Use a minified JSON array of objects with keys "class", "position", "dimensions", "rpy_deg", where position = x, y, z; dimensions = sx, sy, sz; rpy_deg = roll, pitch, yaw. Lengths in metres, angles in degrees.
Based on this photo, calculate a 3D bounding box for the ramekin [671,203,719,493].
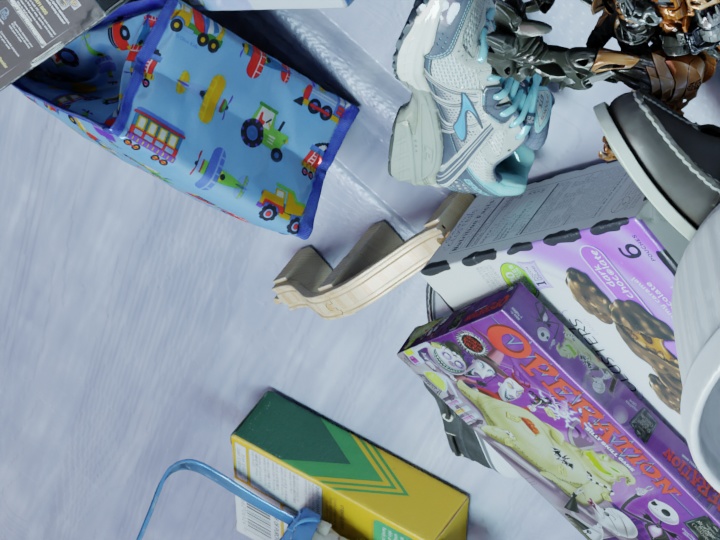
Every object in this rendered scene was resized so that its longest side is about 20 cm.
[{"class":"ramekin","position":[0.251,0.026,1.456],"dimensions":[0.200,0.105,0.200],"rpy_deg":[-7,140,-6]}]

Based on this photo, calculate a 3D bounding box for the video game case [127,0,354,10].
[{"class":"video game case","position":[-0.104,-0.236,1.623],"dimensions":[0.181,0.045,0.200],"rpy_deg":[3,134,44]}]

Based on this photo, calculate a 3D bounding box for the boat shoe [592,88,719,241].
[{"class":"boat shoe","position":[0.196,-0.041,1.502],"dimensions":[0.061,0.072,0.201],"rpy_deg":[-36,132,19]}]

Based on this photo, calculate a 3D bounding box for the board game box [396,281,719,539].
[{"class":"board game box","position":[0.125,0.095,1.690],"dimensions":[0.200,0.032,0.120],"rpy_deg":[44,145,-12]}]

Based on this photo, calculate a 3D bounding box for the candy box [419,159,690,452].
[{"class":"candy box","position":[0.158,0.024,1.656],"dimensions":[0.168,0.072,0.200],"rpy_deg":[49,148,-18]}]

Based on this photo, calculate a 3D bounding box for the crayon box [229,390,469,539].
[{"class":"crayon box","position":[0.006,0.179,2.038],"dimensions":[0.200,0.052,0.126],"rpy_deg":[28,147,20]}]

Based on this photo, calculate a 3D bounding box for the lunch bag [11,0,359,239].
[{"class":"lunch bag","position":[-0.125,-0.092,1.767],"dimensions":[0.150,0.094,0.200],"rpy_deg":[29,166,-32]}]

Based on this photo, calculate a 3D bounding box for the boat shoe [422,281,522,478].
[{"class":"boat shoe","position":[0.065,0.063,1.796],"dimensions":[0.057,0.069,0.200],"rpy_deg":[9,145,25]}]

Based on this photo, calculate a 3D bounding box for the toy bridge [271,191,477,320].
[{"class":"toy bridge","position":[0.000,0.000,1.798],"dimensions":[0.027,0.067,0.200],"rpy_deg":[48,147,-15]}]

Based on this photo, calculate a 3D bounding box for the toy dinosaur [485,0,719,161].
[{"class":"toy dinosaur","position":[0.139,-0.122,1.478],"dimensions":[0.136,0.102,0.200],"rpy_deg":[16,123,7]}]

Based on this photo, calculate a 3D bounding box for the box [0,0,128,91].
[{"class":"box","position":[-0.250,-0.197,1.681],"dimensions":[0.160,0.044,0.200],"rpy_deg":[-31,99,31]}]

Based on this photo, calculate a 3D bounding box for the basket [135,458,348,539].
[{"class":"basket","position":[-0.076,0.243,1.988],"dimensions":[0.200,0.176,0.139],"rpy_deg":[29,153,-4]}]

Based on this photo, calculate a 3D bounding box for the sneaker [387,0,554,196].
[{"class":"sneaker","position":[0.069,-0.110,1.595],"dimensions":[0.086,0.078,0.200],"rpy_deg":[19,152,11]}]
